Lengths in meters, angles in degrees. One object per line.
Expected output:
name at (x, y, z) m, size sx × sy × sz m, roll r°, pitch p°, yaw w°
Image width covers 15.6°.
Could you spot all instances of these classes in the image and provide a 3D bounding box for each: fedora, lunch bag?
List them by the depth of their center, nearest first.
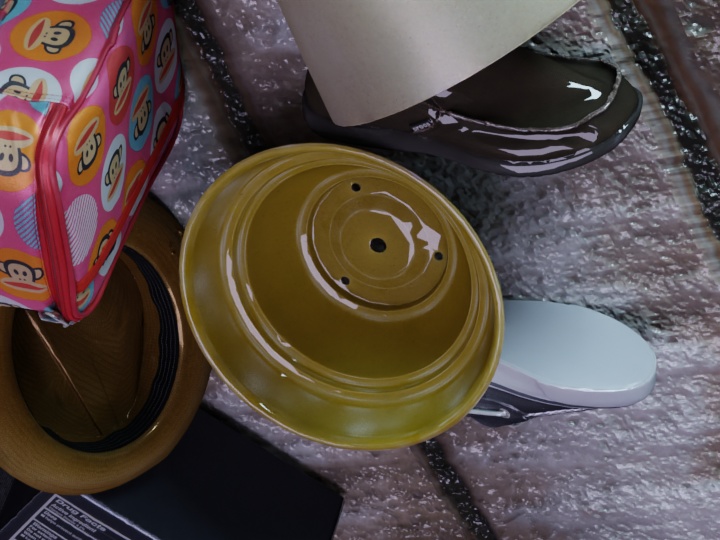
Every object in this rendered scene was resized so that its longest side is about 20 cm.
lunch bag at (-0.163, -0.073, 1.484) m, size 0.082 × 0.200 × 0.177 m, roll 11°, pitch 138°, yaw 12°
fedora at (-0.184, 0.040, 1.648) m, size 0.082 × 0.201 × 0.201 m, roll 16°, pitch 146°, yaw 52°

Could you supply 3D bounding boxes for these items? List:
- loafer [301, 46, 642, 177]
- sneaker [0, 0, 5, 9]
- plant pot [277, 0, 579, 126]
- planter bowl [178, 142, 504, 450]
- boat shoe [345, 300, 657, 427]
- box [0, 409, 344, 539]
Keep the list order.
loafer at (0.057, -0.103, 1.463) m, size 0.199 × 0.073 × 0.071 m, roll 4°, pitch 135°, yaw 17°
sneaker at (-0.215, -0.144, 1.514) m, size 0.074 × 0.088 × 0.200 m, roll -2°, pitch 132°, yaw 21°
plant pot at (0.012, -0.208, 1.325) m, size 0.187 × 0.187 × 0.200 m, roll -22°, pitch 108°, yaw 35°
planter bowl at (0.000, 0.000, 1.556) m, size 0.200 × 0.083 × 0.201 m, roll 9°, pitch 120°, yaw 16°
boat shoe at (0.087, 0.064, 1.616) m, size 0.199 × 0.072 × 0.068 m, roll 6°, pitch 132°, yaw 19°
box at (-0.151, 0.190, 1.787) m, size 0.200 × 0.123 × 0.198 m, roll 33°, pitch 136°, yaw -14°
